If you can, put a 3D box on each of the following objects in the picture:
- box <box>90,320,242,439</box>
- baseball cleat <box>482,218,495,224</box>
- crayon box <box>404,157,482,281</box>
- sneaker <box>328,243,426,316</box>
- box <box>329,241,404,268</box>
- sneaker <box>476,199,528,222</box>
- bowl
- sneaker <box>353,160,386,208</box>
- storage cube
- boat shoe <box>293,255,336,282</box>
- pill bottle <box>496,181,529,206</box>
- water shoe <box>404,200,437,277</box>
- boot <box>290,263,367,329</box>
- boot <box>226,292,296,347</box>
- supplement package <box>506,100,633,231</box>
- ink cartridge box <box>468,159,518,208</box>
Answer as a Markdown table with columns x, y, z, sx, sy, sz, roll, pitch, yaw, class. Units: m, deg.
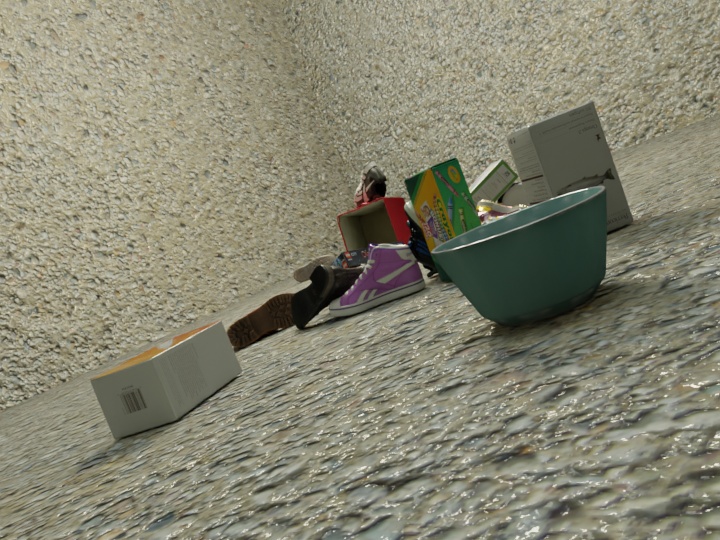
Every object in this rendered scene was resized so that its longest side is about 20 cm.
| x | y | z | sx | sy | sz | roll | pitch | yaw | class |
| --- | --- | --- | --- | --- | --- | --- | --- | --- | --- |
| -0.297 | 0.166 | 1.059 | 0.123 | 0.098 | 0.200 | -20 | 4 | 21 | box |
| 0.290 | -0.065 | 1.263 | 0.105 | 0.071 | 0.200 | -15 | 14 | -3 | baseball cleat |
| 0.156 | -0.085 | 1.188 | 0.058 | 0.202 | 0.119 | -22 | 4 | -19 | crayon box |
| 0.016 | 0.011 | 1.293 | 0.199 | 0.115 | 0.073 | -22 | 6 | 14 | sneaker |
| 0.000 | 0.000 | 1.490 | 0.199 | 0.038 | 0.137 | -12 | -24 | -46 | box |
| 0.306 | -0.085 | 1.391 | 0.199 | 0.075 | 0.091 | 17 | 79 | 54 | sneaker |
| 0.188 | -0.009 | 0.747 | 0.199 | 0.106 | 0.201 | -22 | 5 | 2 | bowl |
| 0.034 | -0.238 | 2.066 | 0.066 | 0.090 | 0.201 | -34 | -23 | -32 | sneaker |
| 0.058 | -0.112 | 2.064 | 0.169 | 0.202 | 0.179 | -20 | -2 | 24 | storage cube |
| -0.187 | -0.014 | 2.835 | 0.198 | 0.077 | 0.072 | -20 | 3 | 9 | boat shoe |
| 0.372 | -0.155 | 1.591 | 0.105 | 0.107 | 0.200 | -21 | 5 | 8 | pill bottle |
| 0.122 | -0.051 | 1.312 | 0.078 | 0.200 | 0.072 | -31 | 44 | 12 | water shoe |
| -0.037 | 0.050 | 1.387 | 0.173 | 0.070 | 0.200 | -3 | -34 | -38 | boot |
| -0.219 | 0.111 | 1.534 | 0.198 | 0.076 | 0.107 | -25 | 0 | -20 | boot |
| 0.336 | -0.151 | 1.095 | 0.116 | 0.202 | 0.117 | -22 | 4 | -5 | supplement package |
| 0.260 | -0.155 | 1.528 | 0.200 | 0.059 | 0.104 | -47 | 2 | -1 | ink cartridge box |
